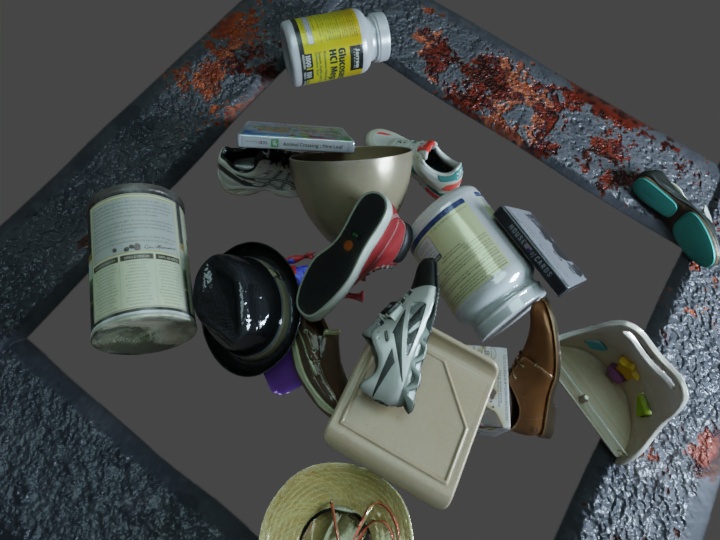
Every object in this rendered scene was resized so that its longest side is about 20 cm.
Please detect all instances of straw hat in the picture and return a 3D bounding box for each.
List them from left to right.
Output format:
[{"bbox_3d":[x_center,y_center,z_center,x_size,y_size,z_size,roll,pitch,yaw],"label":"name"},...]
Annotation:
[{"bbox_3d":[-0.034,0.353,0.703,0.193,0.086,0.208,4,67,-9],"label":"straw hat"}]

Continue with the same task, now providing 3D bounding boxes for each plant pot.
[{"bbox_3d":[-0.011,-0.118,0.869,0.192,0.201,0.140,-6,108,-7],"label":"plant pot"}]

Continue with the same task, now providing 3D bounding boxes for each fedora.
[{"bbox_3d":[-0.180,0.047,0.785,0.194,0.091,0.209,-7,74,24],"label":"fedora"}]

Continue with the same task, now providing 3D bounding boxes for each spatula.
[{"bbox_3d":[-0.146,0.090,0.835,0.055,0.021,0.204,-24,73,-9],"label":"spatula"}]

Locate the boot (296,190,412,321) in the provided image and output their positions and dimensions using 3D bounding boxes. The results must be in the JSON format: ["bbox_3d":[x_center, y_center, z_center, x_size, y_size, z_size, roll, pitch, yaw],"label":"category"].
[{"bbox_3d":[0.000,0.000,0.798,0.072,0.144,0.202,38,91,30],"label":"boot"}]

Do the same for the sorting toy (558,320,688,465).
[{"bbox_3d":[0.369,0.148,0.769,0.105,0.181,0.203,-29,71,-16],"label":"sorting toy"}]

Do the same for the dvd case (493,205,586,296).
[{"bbox_3d":[0.285,-0.033,0.852,0.025,0.198,0.152,-42,72,25],"label":"dvd case"}]

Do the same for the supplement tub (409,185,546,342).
[{"bbox_3d":[0.177,-0.010,0.843,0.142,0.146,0.203,-28,71,-16],"label":"supplement tub"}]

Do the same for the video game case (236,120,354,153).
[{"bbox_3d":[-0.107,-0.223,0.902,0.175,0.201,0.023,1,110,-8],"label":"video game case"}]

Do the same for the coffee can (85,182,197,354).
[{"bbox_3d":[-0.322,0.000,0.800,0.141,0.147,0.206,-10,67,-9],"label":"coffee can"}]

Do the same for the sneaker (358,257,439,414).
[{"bbox_3d":[0.049,0.070,0.707,0.085,0.074,0.206,16,70,2],"label":"sneaker"}]

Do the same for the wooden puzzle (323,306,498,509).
[{"bbox_3d":[0.070,0.177,0.729,0.181,0.037,0.204,26,72,7],"label":"wooden puzzle"}]

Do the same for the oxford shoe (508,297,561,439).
[{"bbox_3d":[0.247,0.141,0.789,0.068,0.071,0.208,3,95,2],"label":"oxford shoe"}]

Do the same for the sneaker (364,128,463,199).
[{"bbox_3d":[0.096,-0.206,0.950,0.197,0.094,0.071,35,68,11],"label":"sneaker"}]

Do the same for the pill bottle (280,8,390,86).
[{"bbox_3d":[-0.046,-0.422,1.024,0.193,0.113,0.116,-15,68,-10],"label":"pill bottle"}]

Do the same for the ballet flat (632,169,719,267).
[{"bbox_3d":[0.568,-0.102,0.958,0.067,0.069,0.203,-23,70,-23],"label":"ballet flat"}]

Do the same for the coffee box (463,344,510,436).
[{"bbox_3d":[0.111,0.170,0.795,0.192,0.080,0.117,5,66,-2],"label":"coffee box"}]

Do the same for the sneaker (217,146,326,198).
[{"bbox_3d":[-0.146,-0.175,0.923,0.192,0.088,0.078,-7,64,-9],"label":"sneaker"}]

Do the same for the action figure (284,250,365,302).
[{"bbox_3d":[-0.088,0.008,0.870,0.192,0.052,0.068,6,66,1],"label":"action figure"}]

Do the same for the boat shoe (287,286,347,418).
[{"bbox_3d":[-0.060,0.113,0.797,0.075,0.074,0.205,-40,70,23],"label":"boat shoe"}]
